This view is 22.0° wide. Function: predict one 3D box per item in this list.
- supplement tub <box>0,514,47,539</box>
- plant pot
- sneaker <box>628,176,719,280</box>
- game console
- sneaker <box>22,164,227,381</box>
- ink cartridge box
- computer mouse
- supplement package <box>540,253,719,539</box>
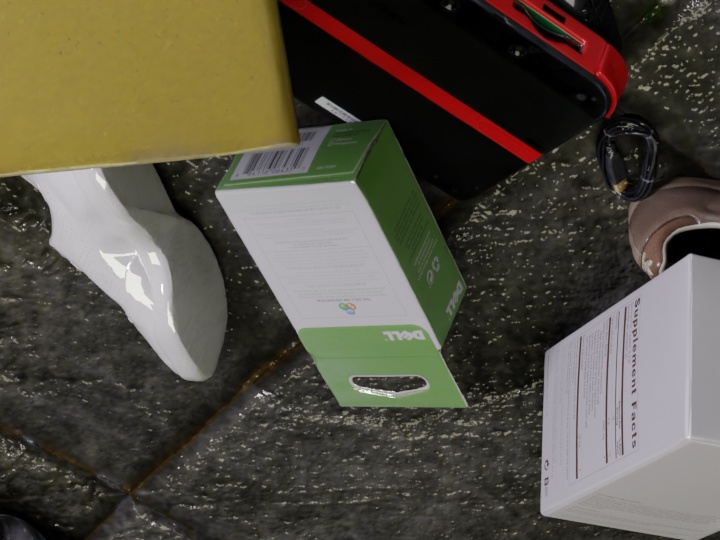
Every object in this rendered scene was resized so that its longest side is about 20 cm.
[{"bbox_3d":[-0.260,0.270,1.410,0.122,0.123,0.200,-24,125,22],"label":"supplement tub"},{"bbox_3d":[-0.151,-0.168,0.960,0.195,0.194,0.200,-6,105,-16],"label":"plant pot"},{"bbox_3d":[0.269,-0.018,1.157,0.200,0.076,0.071,-4,130,8],"label":"sneaker"},{"bbox_3d":[0.037,-0.125,1.085,0.200,0.031,0.177,31,148,-20],"label":"game console"},{"bbox_3d":[-0.156,-0.010,1.206,0.088,0.075,0.200,-7,125,26],"label":"sneaker"},{"bbox_3d":[0.000,0.000,1.184,0.104,0.059,0.200,-3,133,31],"label":"ink cartridge box"},{"bbox_3d":[0.135,-0.110,1.104,0.059,0.034,0.200,0,137,32],"label":"computer mouse"},{"bbox_3d":[0.210,0.085,1.167,0.121,0.120,0.200,12,157,-17],"label":"supplement package"}]
